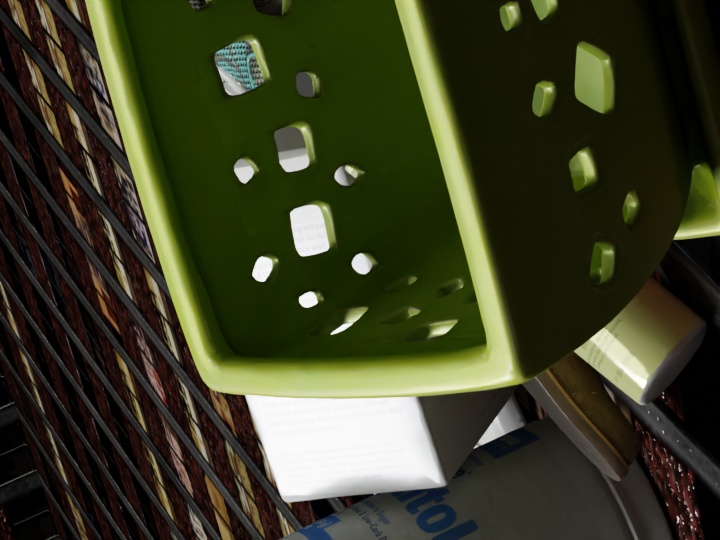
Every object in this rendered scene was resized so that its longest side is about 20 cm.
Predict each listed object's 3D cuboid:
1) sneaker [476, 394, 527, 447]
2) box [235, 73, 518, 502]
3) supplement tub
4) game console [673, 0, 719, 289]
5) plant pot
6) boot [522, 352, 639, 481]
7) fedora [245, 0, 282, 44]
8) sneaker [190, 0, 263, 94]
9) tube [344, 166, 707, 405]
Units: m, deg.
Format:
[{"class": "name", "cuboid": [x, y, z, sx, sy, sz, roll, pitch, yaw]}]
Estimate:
[{"class": "sneaker", "cuboid": [0.055, 0.124, 1.670, 0.073, 0.084, 0.200, 61, 163, 25]}, {"class": "box", "cuboid": [0.000, 0.000, 1.485, 0.106, 0.152, 0.201, -8, 111, 28]}, {"class": "supplement tub", "cuboid": [0.059, 0.170, 1.493, 0.132, 0.199, 0.132, 57, 163, 29]}, {"class": "game console", "cuboid": [0.155, -0.068, 1.138, 0.200, 0.031, 0.177, 50, 152, 46]}, {"class": "plant pot", "cuboid": [0.032, -0.073, 1.094, 0.199, 0.181, 0.201, -3, 107, 50]}, {"class": "boot", "cuboid": [0.093, 0.011, 1.375, 0.200, 0.075, 0.074, 58, 172, 9]}, {"class": "fedora", "cuboid": [-0.035, -0.208, 1.402, 0.200, 0.090, 0.178, 67, -164, -56]}, {"class": "sneaker", "cuboid": [-0.049, -0.136, 1.670, 0.200, 0.077, 0.091, 55, 146, 26]}, {"class": "tube", "cuboid": [0.075, -0.015, 1.316, 0.200, 0.058, 0.052, 41, -177, 17]}]
